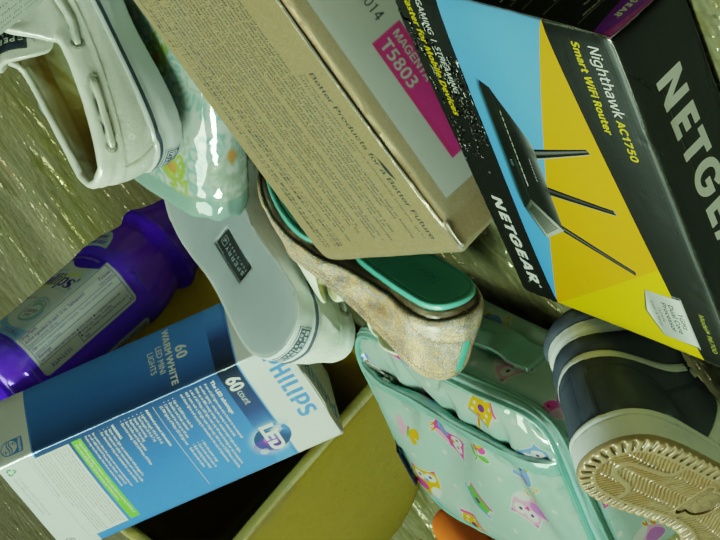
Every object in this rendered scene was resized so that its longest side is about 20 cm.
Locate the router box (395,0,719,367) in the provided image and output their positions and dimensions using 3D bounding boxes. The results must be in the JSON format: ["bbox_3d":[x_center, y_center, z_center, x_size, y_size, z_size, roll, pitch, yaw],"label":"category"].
[{"bbox_3d":[0.108,-0.058,1.114,0.149,0.051,0.200,22,147,47],"label":"router box"}]

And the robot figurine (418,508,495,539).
[{"bbox_3d":[0.107,0.221,1.541,0.144,0.117,0.200,13,178,-31],"label":"robot figurine"}]

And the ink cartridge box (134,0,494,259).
[{"bbox_3d":[-0.016,-0.105,1.249,0.200,0.075,0.165,54,157,-16],"label":"ink cartridge box"}]

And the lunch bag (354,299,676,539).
[{"bbox_3d":[0.085,0.091,1.398,0.200,0.077,0.161,23,149,48],"label":"lunch bag"}]

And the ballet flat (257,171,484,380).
[{"bbox_3d":[0.000,0.000,1.373,0.200,0.068,0.067,46,148,46],"label":"ballet flat"}]

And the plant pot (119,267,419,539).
[{"bbox_3d":[-0.073,0.145,1.667,0.194,0.196,0.200,32,164,36],"label":"plant pot"}]

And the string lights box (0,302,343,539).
[{"bbox_3d":[-0.124,0.096,1.527,0.059,0.200,0.103,-107,-10,-45],"label":"string lights box"}]

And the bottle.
[{"bbox_3d":[-0.170,0.017,1.597,0.065,0.200,0.083,53,160,-16],"label":"bottle"}]

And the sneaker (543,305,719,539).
[{"bbox_3d":[0.166,0.082,1.238,0.200,0.070,0.109,32,-147,-45],"label":"sneaker"}]

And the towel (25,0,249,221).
[{"bbox_3d":[-0.141,-0.138,1.423,0.200,0.048,0.171,31,140,37],"label":"towel"}]

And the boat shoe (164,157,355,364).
[{"bbox_3d":[-0.052,-0.023,1.471,0.086,0.075,0.202,14,-145,-44],"label":"boat shoe"}]

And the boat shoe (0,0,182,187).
[{"bbox_3d":[-0.185,-0.136,1.351,0.075,0.086,0.202,-23,95,56],"label":"boat shoe"}]

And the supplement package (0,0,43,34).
[{"bbox_3d":[-0.198,-0.248,1.230,0.151,0.152,0.200,42,157,12],"label":"supplement package"}]
